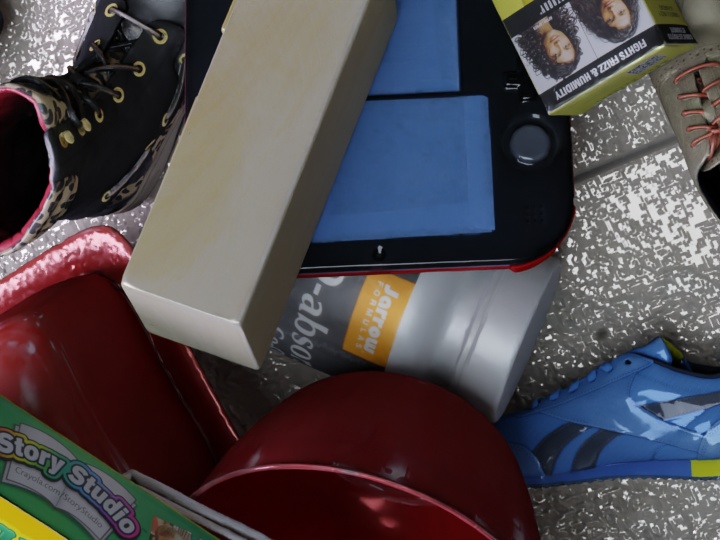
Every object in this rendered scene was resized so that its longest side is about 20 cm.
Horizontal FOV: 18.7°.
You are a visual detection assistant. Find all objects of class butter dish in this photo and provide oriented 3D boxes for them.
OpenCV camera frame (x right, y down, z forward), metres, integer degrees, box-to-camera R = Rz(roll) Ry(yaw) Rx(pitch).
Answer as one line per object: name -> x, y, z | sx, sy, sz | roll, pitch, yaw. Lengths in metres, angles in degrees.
butter dish -> -0.183, 0.105, 1.175 | 0.199, 0.148, 0.201 | -31, 85, 21

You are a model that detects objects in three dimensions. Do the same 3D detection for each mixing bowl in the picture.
mixing bowl -> 0.010, 0.125, 1.128 | 0.198, 0.109, 0.201 | 10, 138, 9

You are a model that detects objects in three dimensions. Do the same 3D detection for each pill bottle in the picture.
pill bottle -> 0.000, 0.000, 1.175 | 0.199, 0.116, 0.117 | 23, 115, 10

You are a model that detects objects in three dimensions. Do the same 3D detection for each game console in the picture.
game console -> 0.008, -0.083, 1.120 | 0.198, 0.031, 0.179 | -2, 77, 3

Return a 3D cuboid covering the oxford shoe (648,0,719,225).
oxford shoe -> 0.185, -0.087, 1.103 | 0.070, 0.075, 0.201 | -27, 99, 25

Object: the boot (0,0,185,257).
boot -> -0.142, -0.103, 1.163 | 0.073, 0.150, 0.201 | 32, 116, 12

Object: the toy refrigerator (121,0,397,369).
toy refrigerator -> -0.049, -0.063, 1.066 | 0.069, 0.076, 0.202 | 18, 74, 11

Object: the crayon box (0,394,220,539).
crayon box -> -0.178, 0.149, 1.073 | 0.199, 0.059, 0.173 | 34, 134, -10

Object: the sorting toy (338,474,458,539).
sorting toy -> -0.003, 0.202, 1.276 | 0.199, 0.070, 0.200 | -26, 99, 24

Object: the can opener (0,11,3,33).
can opener -> -0.273, -0.094, 1.272 | 0.063, 0.079, 0.200 | 18, 125, -32

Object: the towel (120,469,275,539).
towel -> -0.090, 0.187, 1.132 | 0.143, 0.023, 0.200 | 26, 135, -6

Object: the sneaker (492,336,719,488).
sneaker -> 0.137, 0.076, 1.191 | 0.198, 0.066, 0.079 | -6, 96, 20

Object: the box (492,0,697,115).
box -> 0.087, -0.182, 1.085 | 0.075, 0.050, 0.201 | -29, 80, 26
